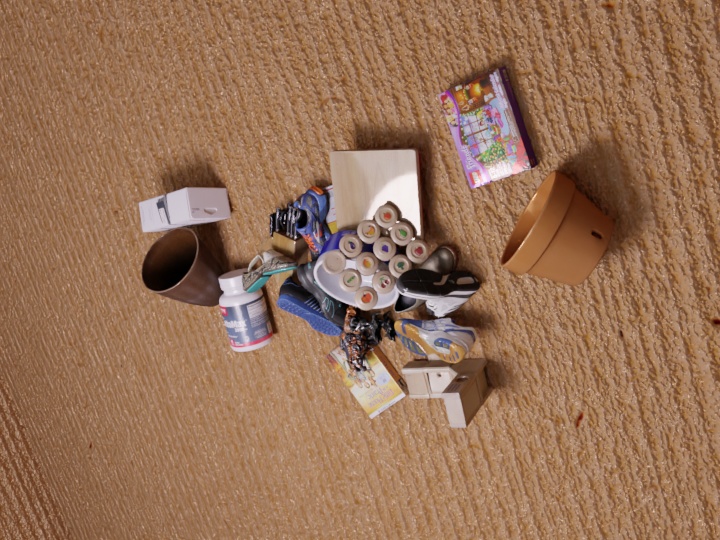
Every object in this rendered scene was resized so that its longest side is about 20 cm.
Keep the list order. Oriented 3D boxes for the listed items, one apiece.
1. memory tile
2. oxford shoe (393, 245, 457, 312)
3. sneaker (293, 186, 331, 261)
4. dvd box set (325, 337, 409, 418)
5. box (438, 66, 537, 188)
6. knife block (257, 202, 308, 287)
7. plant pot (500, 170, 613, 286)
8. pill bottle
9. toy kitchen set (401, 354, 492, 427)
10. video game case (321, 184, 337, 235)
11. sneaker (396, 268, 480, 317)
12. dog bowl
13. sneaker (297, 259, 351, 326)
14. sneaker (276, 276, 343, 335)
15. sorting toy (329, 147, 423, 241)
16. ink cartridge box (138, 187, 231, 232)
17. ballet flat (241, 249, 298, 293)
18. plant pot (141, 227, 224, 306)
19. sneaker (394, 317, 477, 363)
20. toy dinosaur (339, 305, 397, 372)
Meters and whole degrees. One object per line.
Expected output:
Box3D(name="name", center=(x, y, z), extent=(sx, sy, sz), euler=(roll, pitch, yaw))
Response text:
Box3D(name="memory tile", center=(0.033, -0.029, 1.420), extent=(0.154, 0.200, 0.017), euler=(48, 170, 1))
Box3D(name="oxford shoe", center=(0.143, 0.028, 1.506), extent=(0.070, 0.075, 0.201), euler=(43, 126, 14))
Box3D(name="sneaker", center=(-0.119, -0.097, 1.620), extent=(0.075, 0.078, 0.202), euler=(20, 127, 47))
Box3D(name="dvd box set", center=(0.016, 0.260, 1.718), extent=(0.146, 0.029, 0.201), euler=(-41, 84, 38))
Box3D(name="box", center=(0.249, -0.276, 1.332), extent=(0.136, 0.039, 0.202), euler=(-15, 100, 38))
Box3D(name="knife block", center=(-0.164, -0.061, 1.687), extent=(0.175, 0.064, 0.201), euler=(-28, 92, 40))
Box3D(name="plant pot", center=(0.367, -0.062, 1.254), extent=(0.139, 0.200, 0.201), euler=(29, 124, 2))
Box3D(name="pill bottle", center=(-0.312, 0.104, 1.823), extent=(0.119, 0.119, 0.202), euler=(-3, 107, 35))
Box3D(name="toy kitchen set", center=(0.160, 0.230, 1.510), extent=(0.199, 0.180, 0.165), euler=(-7, 104, 32))
Box3D(name="video game case", center=(-0.017, -0.111, 1.596), extent=(0.142, 0.017, 0.202), euler=(-14, 100, 37))
Box3D(name="sneaker", center=(0.151, 0.061, 1.451), extent=(0.116, 0.199, 0.076), euler=(-62, 38, 40))
Box3D(name="dog bowl", center=(0.000, 0.000, 1.529), extent=(0.198, 0.079, 0.201), euler=(14, 149, 8))
Box3D(name="sneaker", center=(-0.070, 0.055, 1.645), extent=(0.079, 0.076, 0.200), euler=(-28, 119, 18))
Box3D(name="sneaker", center=(-0.116, 0.089, 1.693), extent=(0.199, 0.078, 0.070), euler=(35, 141, -28))
Box3D(name="sorting toy", center=(0.044, -0.168, 1.484), extent=(0.197, 0.070, 0.202), euler=(3, 111, 24))
Box3D(name="ink cartridge box", center=(-0.462, -0.160, 1.795), extent=(0.199, 0.144, 0.085), euler=(-9, 90, 36))
Box3D(name="ballet flat", center=(-0.234, -0.008, 1.682), extent=(0.199, 0.068, 0.076), euler=(-27, 77, 41))
Box3D(name="plant pot", center=(-0.447, 0.016, 1.824), extent=(0.186, 0.188, 0.200), euler=(5, 156, 32))
Box3D(name="sneaker", center=(0.166, 0.141, 1.496), extent=(0.199, 0.088, 0.076), euler=(18, 135, 42))
Box3D(name="toy dinosaur", center=(0.002, 0.141, 1.628), extent=(0.135, 0.102, 0.202), euler=(-4, 109, 33))
